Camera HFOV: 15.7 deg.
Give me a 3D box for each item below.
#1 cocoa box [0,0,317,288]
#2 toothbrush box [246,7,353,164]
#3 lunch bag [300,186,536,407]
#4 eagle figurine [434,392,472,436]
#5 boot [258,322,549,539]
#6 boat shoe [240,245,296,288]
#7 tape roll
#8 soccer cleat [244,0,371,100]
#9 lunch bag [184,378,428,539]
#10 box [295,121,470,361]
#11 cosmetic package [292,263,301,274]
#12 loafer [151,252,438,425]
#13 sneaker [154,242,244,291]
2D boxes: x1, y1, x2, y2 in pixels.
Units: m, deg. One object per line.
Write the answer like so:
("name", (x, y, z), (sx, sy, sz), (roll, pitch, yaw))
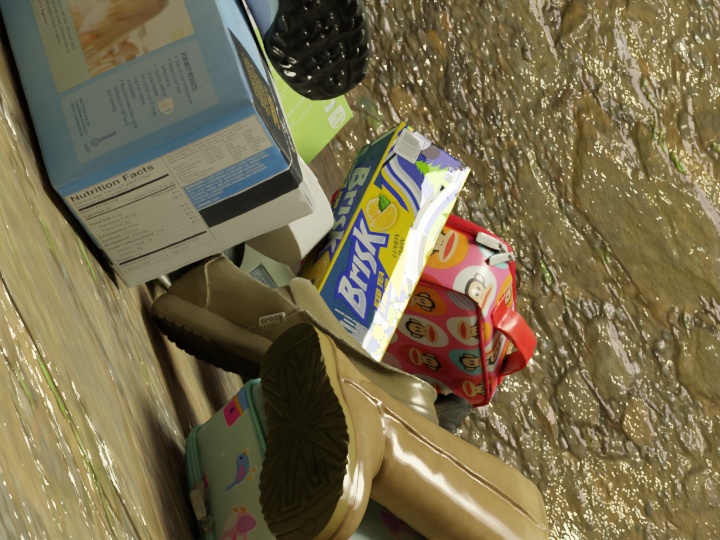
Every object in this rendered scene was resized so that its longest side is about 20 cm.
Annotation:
("cocoa box", (-0.128, -0.119, 1.582), (0.131, 0.133, 0.200), (59, 9, -58))
("toothbrush box", (-0.106, -0.165, 1.816), (0.145, 0.086, 0.200), (34, -17, 31))
("lunch bag", (0.050, 0.028, 1.986), (0.200, 0.176, 0.082), (85, 28, -61))
("eagle figurine", (0.003, 0.146, 1.933), (0.152, 0.151, 0.201), (47, 28, -46))
("boot", (0.033, 0.134, 1.505), (0.200, 0.066, 0.175), (38, 30, -30))
("boat shoe", (-0.091, -0.004, 1.946), (0.201, 0.070, 0.071), (58, -21, -10))
("tape roll", (-0.101, -0.085, 1.779), (0.203, 0.037, 0.203), (42, -13, 12))
("soccer cleat", (-0.050, -0.187, 1.589), (0.200, 0.068, 0.073), (58, 5, -43))
("lunch bag", (-0.016, 0.163, 1.548), (0.200, 0.077, 0.161), (29, 35, -40))
("box", (0.000, 0.000, 1.797), (0.064, 0.200, 0.070), (34, -28, -15))
("cosmetic package", (-0.096, -0.071, 2.068), (0.051, 0.082, 0.201), (59, 10, -74))
("loafer", (-0.035, 0.044, 1.628), (0.199, 0.068, 0.076), (25, -17, 15))
("sneaker", (-0.119, -0.019, 1.722), (0.200, 0.067, 0.090), (74, 14, -63))
